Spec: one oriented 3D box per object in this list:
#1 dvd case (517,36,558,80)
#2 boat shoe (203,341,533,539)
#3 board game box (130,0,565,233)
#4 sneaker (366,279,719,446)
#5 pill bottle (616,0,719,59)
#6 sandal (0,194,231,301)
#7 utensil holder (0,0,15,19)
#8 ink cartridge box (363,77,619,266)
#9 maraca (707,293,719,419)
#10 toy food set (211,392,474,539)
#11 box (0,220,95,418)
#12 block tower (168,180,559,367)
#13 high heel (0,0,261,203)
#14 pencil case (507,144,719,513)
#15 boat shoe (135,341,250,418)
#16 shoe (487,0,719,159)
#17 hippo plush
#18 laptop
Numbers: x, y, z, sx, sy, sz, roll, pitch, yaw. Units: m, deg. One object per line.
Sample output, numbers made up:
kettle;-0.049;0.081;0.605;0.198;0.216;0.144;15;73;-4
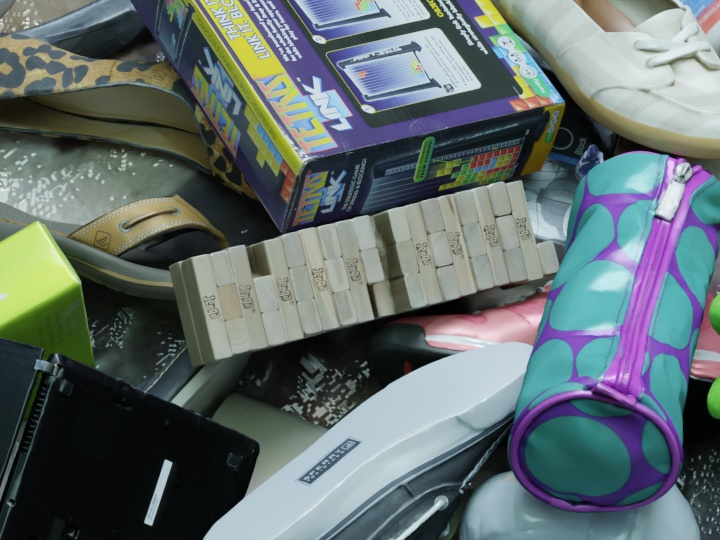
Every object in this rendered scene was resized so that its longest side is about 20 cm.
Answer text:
dvd case;0.154;-0.158;1.598;0.199;0.022;0.147;20;65;10
boat shoe;0.016;0.110;1.386;0.200;0.068;0.072;-36;25;-22
board game box;-0.012;-0.122;1.494;0.164;0.057;0.200;-14;53;-27
sneaker;0.102;0.041;1.484;0.199;0.074;0.087;5;49;-1
pill bottle;0.167;-0.195;1.543;0.112;0.112;0.200;-29;67;-14
sandal;-0.121;-0.018;1.495;0.199;0.082;0.055;15;95;15
utensil holder;-0.307;-0.136;1.510;0.170;0.170;0.200;37;66;17
ink cartridge box;0.039;-0.072;1.546;0.199;0.039;0.100;15;65;8
maraca;0.236;0.030;1.430;0.107;0.199;0.138;5;101;42
toy food set;-0.042;0.166;1.425;0.143;0.061;0.201;22;59;15
box;-0.233;0.063;1.433;0.199;0.122;0.048;-30;69;-14
block tower;0.000;0.000;1.442;0.199;0.054;0.058;-12;88;-25
high heel;-0.132;-0.071;1.522;0.142;0.072;0.200;-27;50;-20
pencil case;0.129;0.026;1.378;0.085;0.093;0.201;21;43;-2
boat shoe;-0.132;0.086;1.450;0.063;0.073;0.200;37;74;14
shoe;0.132;-0.123;1.464;0.070;0.054;0.200;-19;44;-31
hippo plush;0.120;0.161;1.363;0.198;0.160;0.162;1;64;1
laptop;-0.176;0.131;1.361;0.199;0.103;0.178;25;75;-31
